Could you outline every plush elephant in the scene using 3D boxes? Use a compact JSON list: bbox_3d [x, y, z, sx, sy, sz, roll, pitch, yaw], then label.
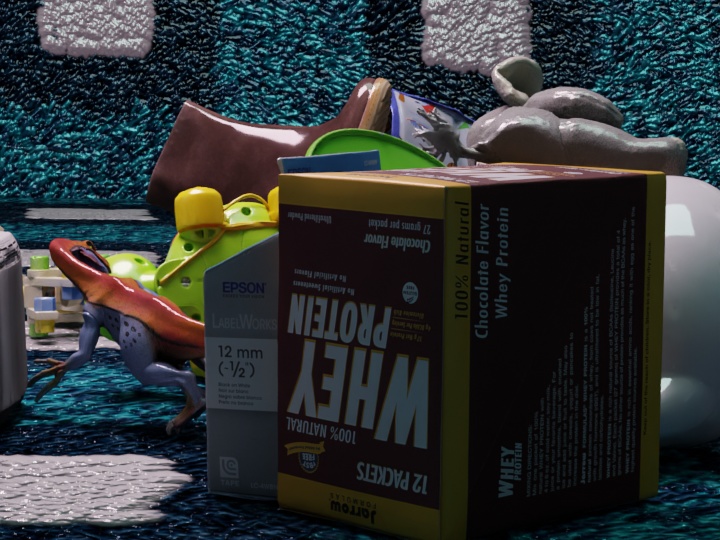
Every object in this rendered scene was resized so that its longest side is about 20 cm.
[{"bbox_3d":[0.135,-0.078,1.586,0.199,0.166,0.155,28,15,2],"label":"plush elephant"}]

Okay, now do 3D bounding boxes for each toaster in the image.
[{"bbox_3d":[-0.296,0.041,1.433,0.112,0.131,0.200,0,6,0],"label":"toaster"}]

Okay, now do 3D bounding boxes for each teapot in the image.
[{"bbox_3d":[0.173,0.026,1.376,0.145,0.200,0.200,-2,-2,-17],"label":"teapot"}]

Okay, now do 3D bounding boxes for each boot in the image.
[{"bbox_3d":[-0.079,-0.103,1.714,0.165,0.201,0.072,30,17,7],"label":"boot"}]

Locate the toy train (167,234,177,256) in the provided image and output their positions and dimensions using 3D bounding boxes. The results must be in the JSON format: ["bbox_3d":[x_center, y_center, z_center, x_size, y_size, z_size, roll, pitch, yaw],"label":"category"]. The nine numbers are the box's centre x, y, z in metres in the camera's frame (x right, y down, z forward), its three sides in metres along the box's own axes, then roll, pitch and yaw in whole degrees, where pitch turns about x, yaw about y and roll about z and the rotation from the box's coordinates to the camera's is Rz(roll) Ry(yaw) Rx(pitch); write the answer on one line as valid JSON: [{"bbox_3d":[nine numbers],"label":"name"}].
[{"bbox_3d":[-0.093,0.010,1.812,0.198,0.116,0.086,-3,7,-33],"label":"toy train"}]

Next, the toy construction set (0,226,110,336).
[{"bbox_3d":[-0.299,0.014,1.905,0.130,0.093,0.199,-5,20,-42],"label":"toy construction set"}]

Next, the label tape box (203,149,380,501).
[{"bbox_3d":[-0.039,0.029,1.257,0.066,0.202,0.143,0,5,24],"label":"label tape box"}]

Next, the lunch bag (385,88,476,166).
[{"bbox_3d":[0.051,-0.048,1.795,0.169,0.202,0.123,17,-7,-38],"label":"lunch bag"}]

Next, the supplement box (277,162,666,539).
[{"bbox_3d":[0.066,0.040,1.191,0.132,0.199,0.199,7,9,44],"label":"supplement box"}]

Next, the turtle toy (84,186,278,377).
[{"bbox_3d":[-0.112,0.014,1.560,0.198,0.147,0.101,-3,-9,-19],"label":"turtle toy"}]

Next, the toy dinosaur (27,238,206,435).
[{"bbox_3d":[-0.150,0.027,1.440,0.105,0.182,0.200,-20,-21,-49],"label":"toy dinosaur"}]

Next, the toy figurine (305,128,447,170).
[{"bbox_3d":[0.002,0.037,1.413,0.149,0.185,0.201,-4,48,-42],"label":"toy figurine"}]

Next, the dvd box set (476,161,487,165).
[{"bbox_3d":[0.170,0.008,1.493,0.198,0.148,0.029,9,7,3],"label":"dvd box set"}]
